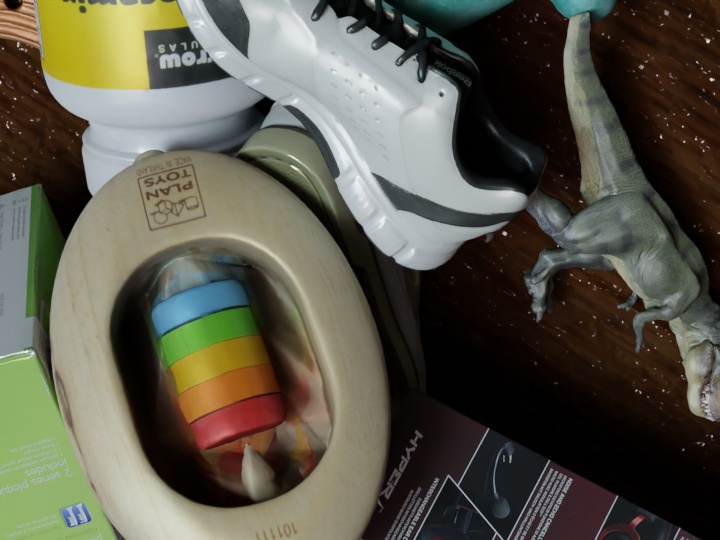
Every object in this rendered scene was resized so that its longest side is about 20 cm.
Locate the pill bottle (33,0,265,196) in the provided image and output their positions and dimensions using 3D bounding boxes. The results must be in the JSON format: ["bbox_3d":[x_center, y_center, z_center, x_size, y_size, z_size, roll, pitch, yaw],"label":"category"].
[{"bbox_3d":[-0.090,-0.134,0.928,0.112,0.112,0.201,4,114,21],"label":"pill bottle"}]

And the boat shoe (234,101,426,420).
[{"bbox_3d":[0.000,0.000,0.971,0.075,0.068,0.200,14,139,26],"label":"boat shoe"}]

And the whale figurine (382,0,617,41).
[{"bbox_3d":[0.035,-0.148,0.875,0.159,0.104,0.200,37,124,3],"label":"whale figurine"}]

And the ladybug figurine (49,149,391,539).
[{"bbox_3d":[-0.059,0.044,0.890,0.135,0.072,0.201,-14,76,-4],"label":"ladybug figurine"}]

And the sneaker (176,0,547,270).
[{"bbox_3d":[0.002,-0.090,0.863,0.080,0.074,0.200,-20,122,42],"label":"sneaker"}]

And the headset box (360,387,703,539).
[{"bbox_3d":[0.093,0.147,0.953,0.200,0.075,0.149,27,164,9],"label":"headset box"}]

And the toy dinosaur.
[{"bbox_3d":[0.103,-0.018,0.931,0.088,0.048,0.200,-17,115,26],"label":"toy dinosaur"}]

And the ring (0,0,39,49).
[{"bbox_3d":[-0.180,-0.049,1.014,0.200,0.019,0.201,-1,105,-5],"label":"ring"}]

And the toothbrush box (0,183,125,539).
[{"bbox_3d":[-0.152,0.086,0.972,0.086,0.146,0.200,-16,121,3],"label":"toothbrush box"}]
